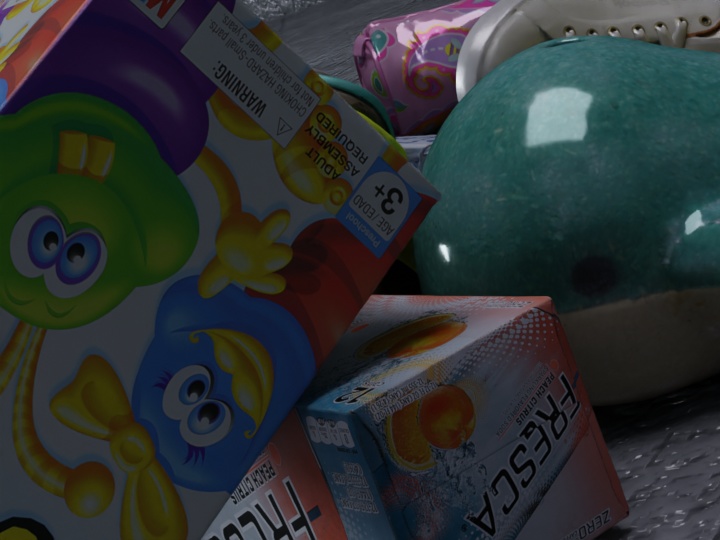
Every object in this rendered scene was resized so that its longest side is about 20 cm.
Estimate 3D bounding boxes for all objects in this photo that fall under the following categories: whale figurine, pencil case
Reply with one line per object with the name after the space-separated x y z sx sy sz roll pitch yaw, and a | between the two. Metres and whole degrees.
0.111 -0.031 0.566 0.198 0.105 0.159 -16 11 8 | whale figurine
0.095 -0.155 1.210 0.198 0.088 0.087 -23 12 -7 | pencil case

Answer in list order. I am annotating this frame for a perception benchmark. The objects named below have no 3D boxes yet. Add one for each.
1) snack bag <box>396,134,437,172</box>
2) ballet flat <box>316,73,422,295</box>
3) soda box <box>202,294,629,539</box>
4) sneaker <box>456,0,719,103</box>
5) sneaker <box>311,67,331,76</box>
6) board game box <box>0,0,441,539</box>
0.004 -0.056 0.934 0.198 0.022 0.188 -4 6 -24 | snack bag
0.000 0.000 0.642 0.066 0.068 0.200 6 -17 17 | ballet flat
-0.015 0.048 0.526 0.068 0.064 0.199 -27 12 -27 | soda box
0.140 -0.109 0.897 0.199 0.074 0.084 -15 19 -33 | sneaker
-0.034 -0.086 1.195 0.091 0.076 0.200 -1 20 18 | sneaker
-0.092 0.027 0.455 0.201 0.103 0.105 -55 23 -16 | board game box
